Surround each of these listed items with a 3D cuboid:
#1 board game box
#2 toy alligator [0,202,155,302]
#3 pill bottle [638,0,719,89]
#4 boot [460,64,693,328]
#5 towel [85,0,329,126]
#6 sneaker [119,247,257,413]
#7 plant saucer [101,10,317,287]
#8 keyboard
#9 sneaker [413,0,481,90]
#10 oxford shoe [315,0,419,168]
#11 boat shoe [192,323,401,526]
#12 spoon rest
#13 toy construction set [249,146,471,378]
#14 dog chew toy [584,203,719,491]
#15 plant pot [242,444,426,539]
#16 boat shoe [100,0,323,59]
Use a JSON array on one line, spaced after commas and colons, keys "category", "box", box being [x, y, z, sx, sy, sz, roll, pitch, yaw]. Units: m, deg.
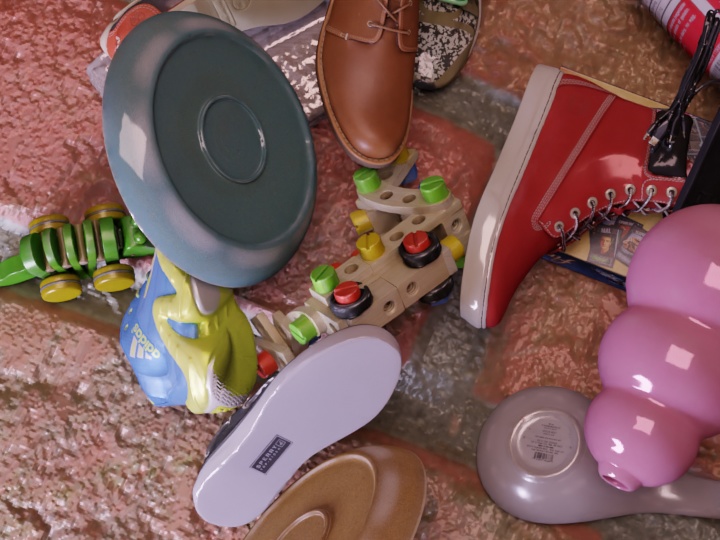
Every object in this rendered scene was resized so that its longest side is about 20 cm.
[{"category": "board game box", "box": [0.211, -0.050, 1.699, 0.200, 0.035, 0.136, 22, 76, 10]}, {"category": "toy alligator", "box": [-0.176, -0.022, 1.705, 0.200, 0.054, 0.059, -11, 73, 0]}, {"category": "pill bottle", "box": [0.262, -0.211, 1.703, 0.112, 0.112, 0.200, -38, 75, -8]}, {"category": "boot", "box": [0.158, -0.036, 1.645, 0.144, 0.072, 0.200, 20, 72, 8]}, {"category": "towel", "box": [-0.088, -0.148, 1.748, 0.200, 0.034, 0.133, -31, 73, -5]}, {"category": "sneaker", "box": [-0.134, 0.006, 1.664, 0.105, 0.076, 0.200, -14, 75, 37]}, {"category": "plant saucer", "box": [-0.096, -0.088, 1.636, 0.027, 0.200, 0.200, -19, 68, 39]}, {"category": "keyboard", "box": [0.263, -0.125, 1.609, 0.127, 0.021, 0.200, 15, 106, -31]}, {"category": "sneaker", "box": [0.063, -0.231, 1.716, 0.077, 0.089, 0.200, 11, 93, -2]}, {"category": "oxford shoe", "box": [0.011, -0.173, 1.671, 0.071, 0.071, 0.200, 4, 76, -20]}, {"category": "boat shoe", "box": [-0.048, 0.096, 1.612, 0.069, 0.057, 0.200, 34, 119, -23]}, {"category": "spoon rest", "box": [0.177, 0.139, 1.641, 0.200, 0.061, 0.099, 13, 73, 21]}, {"category": "toy construction set", "box": [0.000, 0.000, 1.656, 0.200, 0.092, 0.131, -48, 40, -9]}, {"category": "dog chew toy", "box": [0.217, 0.056, 1.582, 0.125, 0.125, 0.200, 28, 77, 11]}, {"category": "plant pot", "box": [-0.036, 0.191, 1.566, 0.027, 0.200, 0.200, 41, 78, -21]}, {"category": "boat shoe", "box": [-0.096, -0.202, 1.715, 0.200, 0.071, 0.063, -34, 36, -17]}]
